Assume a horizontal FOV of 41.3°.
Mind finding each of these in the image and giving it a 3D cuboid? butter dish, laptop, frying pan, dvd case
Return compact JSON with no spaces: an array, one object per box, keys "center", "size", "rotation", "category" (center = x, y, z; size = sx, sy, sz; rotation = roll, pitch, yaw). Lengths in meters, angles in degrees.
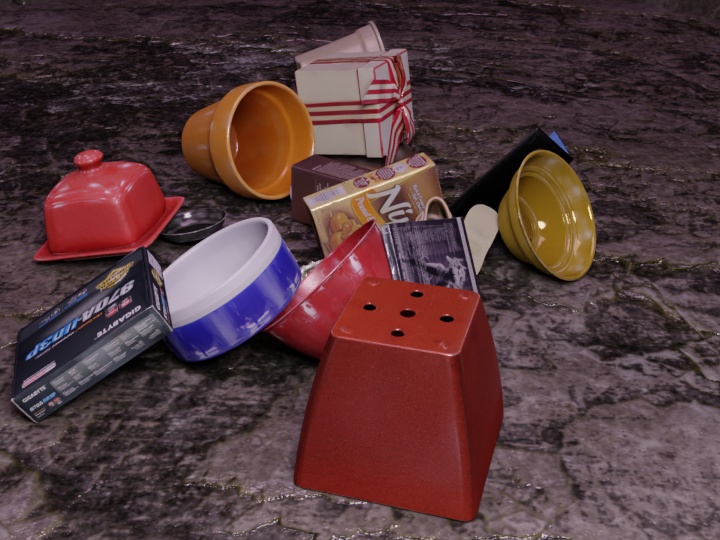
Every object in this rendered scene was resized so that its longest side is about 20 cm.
[{"center":[-0.400,-0.113,1.470],"size":[0.198,0.149,0.200],"rotation":[-6,27,14],"category":"butter dish"},{"center":[0.231,-0.162,1.536],"size":[0.200,0.187,0.116],"rotation":[25,29,-50],"category":"laptop"},{"center":[-0.305,-0.072,1.542],"size":[0.189,0.031,0.115],"rotation":[-2,24,20],"category":"frying pan"},{"center":[0.098,0.008,1.230],"size":[0.016,0.150,0.200],"rotation":[-15,-3,34],"category":"dvd case"}]

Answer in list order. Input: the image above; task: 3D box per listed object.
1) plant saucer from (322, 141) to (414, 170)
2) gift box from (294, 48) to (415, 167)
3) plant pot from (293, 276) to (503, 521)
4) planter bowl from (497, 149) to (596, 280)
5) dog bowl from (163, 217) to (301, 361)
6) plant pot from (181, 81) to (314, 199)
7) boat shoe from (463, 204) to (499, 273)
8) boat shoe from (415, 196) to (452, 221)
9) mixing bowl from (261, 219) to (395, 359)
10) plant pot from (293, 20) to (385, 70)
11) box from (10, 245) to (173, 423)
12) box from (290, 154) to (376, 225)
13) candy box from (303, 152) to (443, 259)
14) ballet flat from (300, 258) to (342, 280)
[{"center":[0.008,-0.237,1.857],"size":[0.199,0.037,0.201],"rotation":[1,27,0],"category":"plant saucer"},{"center":[-0.001,-0.298,1.752],"size":[0.186,0.186,0.200],"rotation":[3,30,24],"category":"gift box"},{"center":[0.050,0.120,1.031],"size":[0.199,0.177,0.200],"rotation":[9,29,14],"category":"plant pot"},{"center":[0.268,-0.074,1.449],"size":[0.083,0.201,0.200],"rotation":[-18,9,45],"category":"planter bowl"},{"center":[-0.177,0.022,1.223],"size":[0.199,0.079,0.200],"rotation":[-28,23,13],"category":"dog bowl"},{"center":[-0.214,-0.226,1.690],"size":[0.183,0.201,0.200],"rotation":[4,23,44],"category":"plant pot"},{"center":[0.145,-0.019,1.426],"size":[0.074,0.063,0.202],"rotation":[36,49,4],"category":"boat shoe"},{"center":[0.105,-0.011,1.330],"size":[0.071,0.065,0.201],"rotation":[0,56,-10],"category":"boat shoe"},{"center":[-0.019,0.043,1.202],"size":[0.108,0.200,0.200],"rotation":[47,33,-6],"category":"mixing bowl"},{"center":[-0.042,-0.416,2.053],"size":[0.182,0.202,0.201],"rotation":[-14,29,-5],"category":"plant pot"},{"center":[-0.325,0.073,1.154],"size":[0.199,0.046,0.159],"rotation":[-34,32,3],"category":"box"},{"center":[-0.016,-0.113,1.554],"size":[0.199,0.101,0.075],"rotation":[18,32,28],"category":"box"},{"center":[0.026,-0.086,1.434],"size":[0.199,0.116,0.055],"rotation":[-21,31,-6],"category":"candy box"},{"center":[0.000,0.000,1.312],"size":[0.199,0.072,0.072],"rotation":[-14,21,25],"category":"ballet flat"}]
